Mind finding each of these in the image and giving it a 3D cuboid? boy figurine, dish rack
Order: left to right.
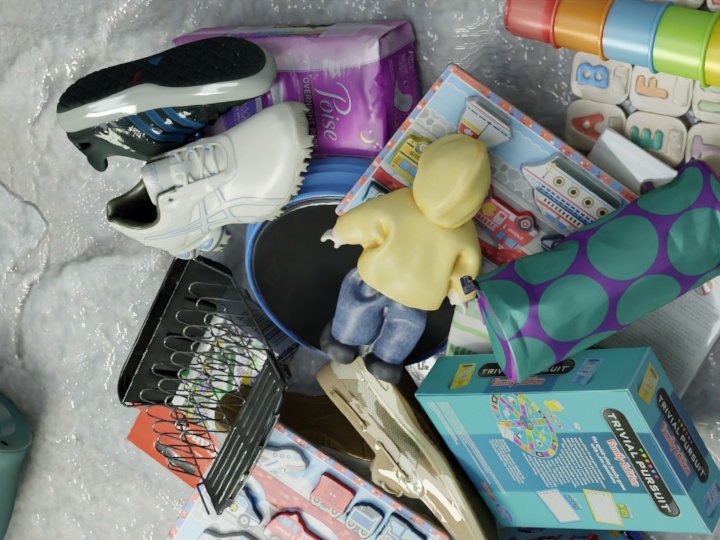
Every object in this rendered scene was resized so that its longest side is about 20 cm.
[{"bbox_3d":[-0.126,0.093,1.438,0.154,0.054,0.200,-64,33,22],"label":"dish rack"},{"bbox_3d":[0.034,-0.016,1.308,0.124,0.065,0.201,21,116,-7],"label":"boy figurine"}]

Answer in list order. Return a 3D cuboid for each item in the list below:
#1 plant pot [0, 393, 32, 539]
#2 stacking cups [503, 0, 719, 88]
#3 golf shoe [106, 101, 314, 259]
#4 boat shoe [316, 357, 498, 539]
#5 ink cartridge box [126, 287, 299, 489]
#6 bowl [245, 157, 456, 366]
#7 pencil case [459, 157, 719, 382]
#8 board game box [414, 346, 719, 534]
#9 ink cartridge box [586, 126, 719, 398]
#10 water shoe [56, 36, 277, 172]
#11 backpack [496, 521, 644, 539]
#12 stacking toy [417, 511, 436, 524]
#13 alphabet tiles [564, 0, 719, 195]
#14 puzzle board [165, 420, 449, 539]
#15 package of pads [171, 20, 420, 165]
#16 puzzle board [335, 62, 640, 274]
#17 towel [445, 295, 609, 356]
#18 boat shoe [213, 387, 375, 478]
[{"bbox_3d":[-0.410,0.199,1.664,0.200,0.200,0.189,35,104,11],"label":"plant pot"},{"bbox_3d":[0.202,-0.169,1.288,0.199,0.060,0.061,13,113,26],"label":"stacking cups"},{"bbox_3d":[-0.119,-0.069,1.371,0.200,0.097,0.079,-36,58,39],"label":"golf shoe"},{"bbox_3d":[0.040,0.149,1.430,0.064,0.071,0.201,-34,86,14],"label":"boat shoe"},{"bbox_3d":[-0.144,0.113,1.572,0.109,0.050,0.201,34,118,11],"label":"ink cartridge box"},{"bbox_3d":[0.000,0.000,1.425,0.199,0.040,0.202,10,134,11],"label":"bowl"},{"bbox_3d":[0.176,-0.002,1.277,0.199,0.093,0.085,-27,130,2],"label":"pencil case"},{"bbox_3d":[0.160,0.131,1.347,0.199,0.047,0.151,-5,128,42],"label":"board game box"},{"bbox_3d":[0.210,0.010,1.373,0.160,0.047,0.201,34,113,12],"label":"ink cartridge box"},{"bbox_3d":[-0.144,-0.130,1.405,0.199,0.072,0.079,-7,130,27],"label":"water shoe"},{"bbox_3d":[0.137,0.291,1.412,0.181,0.200,0.136,-7,105,28],"label":"backpack"},{"bbox_3d":[-0.021,0.265,1.559,0.199,0.085,0.086,-13,102,36],"label":"stacking toy"},{"bbox_3d":[0.248,-0.133,1.316,0.194,0.015,0.201,13,113,22],"label":"alphabet tiles"},{"bbox_3d":[-0.048,0.225,1.465,0.199,0.017,0.151,33,105,5],"label":"puzzle board"},{"bbox_3d":[-0.051,-0.135,1.427,0.199,0.076,0.121,2,111,25],"label":"package of pads"},{"bbox_3d":[0.103,-0.042,1.332,0.199,0.017,0.151,34,116,-12],"label":"puzzle board"},{"bbox_3d":[0.131,0.104,1.399,0.152,0.023,0.201,26,144,12],"label":"towel"},{"bbox_3d":[-0.026,0.148,1.512,0.198,0.071,0.070,9,135,5],"label":"boat shoe"}]
